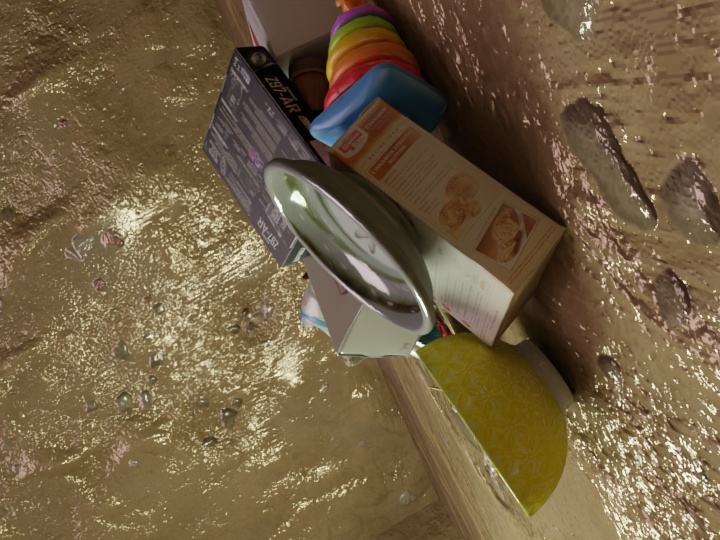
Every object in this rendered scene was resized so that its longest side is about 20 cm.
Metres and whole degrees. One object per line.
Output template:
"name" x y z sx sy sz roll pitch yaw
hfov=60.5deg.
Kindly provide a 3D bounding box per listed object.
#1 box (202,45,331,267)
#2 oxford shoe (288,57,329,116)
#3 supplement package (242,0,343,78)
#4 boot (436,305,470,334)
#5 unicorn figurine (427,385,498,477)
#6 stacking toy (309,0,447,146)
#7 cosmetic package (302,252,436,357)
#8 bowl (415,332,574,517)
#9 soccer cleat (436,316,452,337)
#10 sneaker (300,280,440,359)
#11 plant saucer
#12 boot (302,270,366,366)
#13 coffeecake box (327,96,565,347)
"box" -0.105 -0.132 0.732 0.201 0.043 0.161 53 137 17
"oxford shoe" -0.062 -0.190 0.796 0.200 0.069 0.073 84 -179 -80
"supplement package" -0.074 -0.299 0.812 0.123 0.118 0.200 63 173 10
"boot" 0.089 -0.011 0.814 0.202 0.072 0.155 61 172 -28
"unicorn figurine" 0.201 0.251 1.001 0.199 0.072 0.141 -13 94 69
"stacking toy" 0.003 -0.224 0.629 0.108 0.115 0.204 13 -123 -45
"cosmetic package" 0.000 0.000 0.749 0.088 0.101 0.202 -62 37 34
"bowl" 0.155 0.136 0.643 0.202 0.107 0.200 55 180 -1
"soccer cleat" 0.121 0.103 0.871 0.072 0.069 0.201 26 -163 -41
"sneaker" 0.015 0.070 0.820 0.197 0.082 0.077 25 -148 -1
"plant saucer" 0.000 -0.030 0.540 0.199 0.050 0.201 41 165 13
"boot" 0.002 0.035 0.937 0.200 0.071 0.157 -42 -69 -54
"coffeecake box" 0.071 -0.038 0.570 0.199 0.073 0.154 39 166 18
